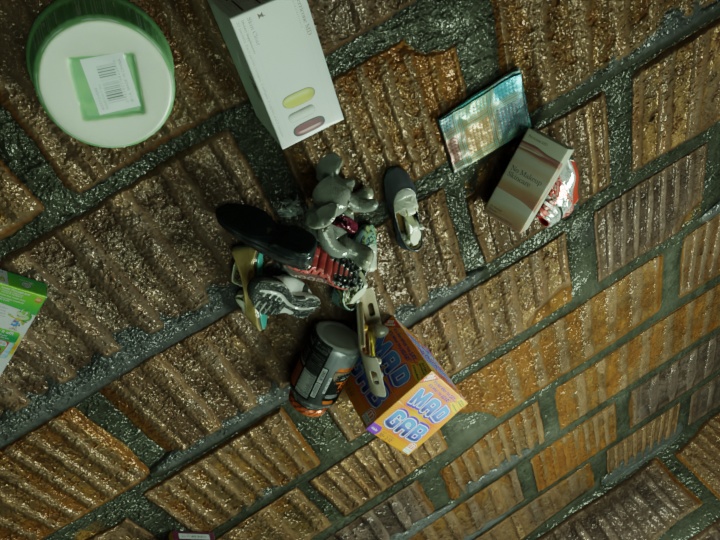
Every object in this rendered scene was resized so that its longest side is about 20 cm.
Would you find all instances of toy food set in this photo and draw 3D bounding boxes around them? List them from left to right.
[{"bbox_3d":[0.033,0.157,1.275,0.060,0.201,0.144,-9,135,5],"label":"toy food set"}]

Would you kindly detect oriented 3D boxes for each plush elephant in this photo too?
[{"bbox_3d":[-0.040,-0.117,1.049,0.198,0.167,0.155,13,162,-18],"label":"plush elephant"}]

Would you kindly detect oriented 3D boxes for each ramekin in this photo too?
[{"bbox_3d":[-0.358,-0.273,0.806,0.198,0.098,0.202,-15,129,-19],"label":"ramekin"}]

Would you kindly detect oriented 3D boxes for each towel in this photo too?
[{"bbox_3d":[0.259,-0.303,1.180,0.199,0.022,0.147,-32,132,-4],"label":"towel"}]

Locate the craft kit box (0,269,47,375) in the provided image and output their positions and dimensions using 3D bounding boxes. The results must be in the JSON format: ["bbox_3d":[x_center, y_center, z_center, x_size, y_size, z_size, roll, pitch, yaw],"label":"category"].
[{"bbox_3d":[-0.656,0.076,0.935,0.199,0.049,0.198,27,110,-40],"label":"craft kit box"}]

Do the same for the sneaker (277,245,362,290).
[{"bbox_3d":[-0.088,-0.012,1.152,0.199,0.097,0.072,22,76,-35],"label":"sneaker"}]

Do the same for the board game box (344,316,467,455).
[{"bbox_3d":[0.096,0.281,1.394,0.200,0.200,0.200,-42,133,5],"label":"board game box"}]

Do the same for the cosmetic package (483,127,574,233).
[{"bbox_3d":[0.363,-0.195,1.246,0.087,0.103,0.202,-24,142,-62],"label":"cosmetic package"}]

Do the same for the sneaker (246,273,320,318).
[{"bbox_3d":[-0.162,0.042,1.131,0.074,0.080,0.200,-44,152,11],"label":"sneaker"}]

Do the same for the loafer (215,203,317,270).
[{"bbox_3d":[-0.173,-0.056,1.032,0.073,0.199,0.073,-54,165,-36],"label":"loafer"}]

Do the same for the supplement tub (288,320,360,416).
[{"bbox_3d":[-0.085,0.226,1.306,0.121,0.123,0.201,9,119,-33],"label":"supplement tub"}]

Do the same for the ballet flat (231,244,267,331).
[{"bbox_3d":[-0.222,0.033,1.143,0.062,0.069,0.202,4,122,2],"label":"ballet flat"}]

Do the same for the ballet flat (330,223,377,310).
[{"bbox_3d":[0.000,0.000,1.224,0.074,0.074,0.202,4,122,-31],"label":"ballet flat"}]

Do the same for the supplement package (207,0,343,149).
[{"bbox_3d":[-0.126,-0.318,0.864,0.110,0.156,0.201,-28,132,-8],"label":"supplement package"}]

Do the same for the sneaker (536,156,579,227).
[{"bbox_3d":[0.447,-0.188,1.337,0.107,0.067,0.202,-35,135,-5],"label":"sneaker"}]

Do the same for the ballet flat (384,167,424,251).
[{"bbox_3d":[0.098,-0.119,1.194,0.072,0.073,0.201,-23,131,-12],"label":"ballet flat"}]

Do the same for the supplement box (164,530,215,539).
[{"bbox_3d":[-0.481,0.797,1.517,0.130,0.103,0.201,25,108,-39],"label":"supplement box"}]
